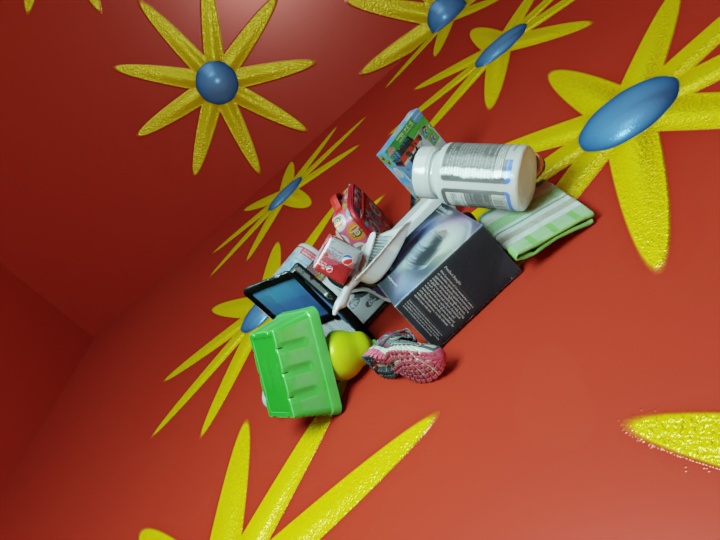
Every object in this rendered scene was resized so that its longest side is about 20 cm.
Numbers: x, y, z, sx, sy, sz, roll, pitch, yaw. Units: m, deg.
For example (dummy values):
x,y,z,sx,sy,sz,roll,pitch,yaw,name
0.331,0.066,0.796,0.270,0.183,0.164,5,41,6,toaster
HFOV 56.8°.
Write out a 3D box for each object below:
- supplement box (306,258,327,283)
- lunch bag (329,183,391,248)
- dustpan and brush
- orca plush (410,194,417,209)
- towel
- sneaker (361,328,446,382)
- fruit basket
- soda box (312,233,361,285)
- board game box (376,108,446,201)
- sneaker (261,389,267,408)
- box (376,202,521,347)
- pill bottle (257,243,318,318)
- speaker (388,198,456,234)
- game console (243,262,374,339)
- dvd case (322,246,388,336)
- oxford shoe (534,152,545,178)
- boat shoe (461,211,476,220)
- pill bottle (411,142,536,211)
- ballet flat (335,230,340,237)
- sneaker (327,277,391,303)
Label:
x,y,z,sx,sy,sz,roll,pitch,yaw,name
-0.053,0.013,1.563,0.110,0.086,0.200,-47,21,-6,supplement box
-0.005,-0.121,1.598,0.082,0.176,0.200,-38,22,19,lunch bag
0.008,-0.002,1.176,0.139,0.057,0.201,-20,46,63,dustpan and brush
0.135,-0.199,1.600,0.201,0.071,0.105,-64,4,-7,orca plush
0.297,-0.086,1.146,0.149,0.031,0.200,-30,25,5,towel
0.074,0.132,1.108,0.075,0.081,0.200,-51,21,-22,sneaker
-0.079,0.165,1.235,0.155,0.216,0.216,-15,36,52,fruit basket
-0.046,-0.024,1.234,0.070,0.063,0.200,-60,5,1,soda box
0.146,-0.242,1.510,0.037,0.200,0.151,-10,40,55,board game box
-0.168,0.236,1.401,0.071,0.073,0.200,-45,10,26,sneaker
0.140,0.001,1.175,0.198,0.123,0.200,-43,21,1,box
-0.175,0.035,1.720,0.200,0.109,0.109,-52,22,-18,pill bottle
0.116,-0.084,1.442,0.200,0.081,0.081,-46,21,-2,speaker
-0.096,0.086,1.276,0.116,0.200,0.176,-47,51,-6,game console
-0.022,0.060,1.401,0.200,0.025,0.150,-47,54,-6,dvd case
0.289,-0.174,1.266,0.200,0.073,0.072,-24,71,61,oxford shoe
0.139,-0.050,1.317,0.200,0.074,0.066,-26,6,-16,boat shoe
0.199,-0.169,1.178,0.199,0.114,0.114,9,51,30,pill bottle
-0.032,-0.109,1.782,0.073,0.073,0.200,-28,26,37,ballet flat
0.000,0.000,1.346,0.200,0.088,0.076,11,64,40,sneaker
